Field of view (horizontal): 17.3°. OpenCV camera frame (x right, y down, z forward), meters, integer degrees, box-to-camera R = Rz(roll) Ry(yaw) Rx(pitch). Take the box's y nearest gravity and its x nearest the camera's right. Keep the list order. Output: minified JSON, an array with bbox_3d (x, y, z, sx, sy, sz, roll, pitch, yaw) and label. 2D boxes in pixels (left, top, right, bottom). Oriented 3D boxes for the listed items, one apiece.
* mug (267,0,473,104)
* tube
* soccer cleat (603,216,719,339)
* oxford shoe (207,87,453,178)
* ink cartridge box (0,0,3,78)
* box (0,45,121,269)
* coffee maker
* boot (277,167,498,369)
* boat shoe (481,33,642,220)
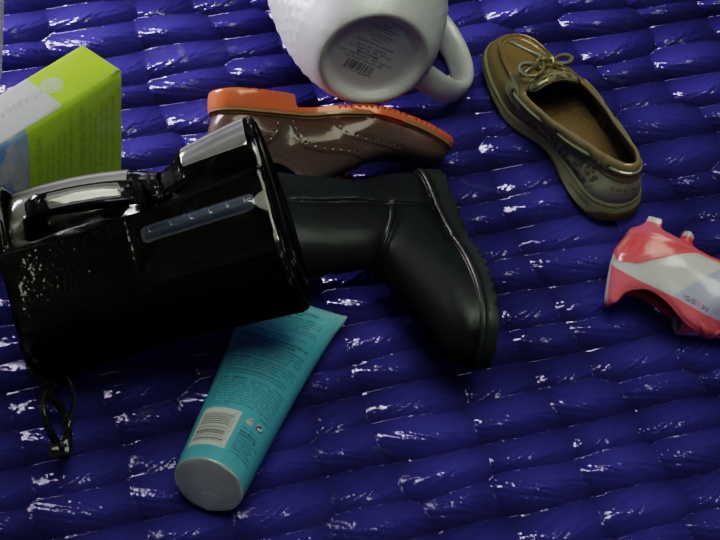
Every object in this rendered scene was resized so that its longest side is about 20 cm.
[{"bbox_3d":[0.017,-0.208,1.886,0.199,0.147,0.176,34,29,-33],"label":"mug"},{"bbox_3d":[-0.075,0.083,1.681,0.077,0.051,0.201,22,44,3],"label":"tube"},{"bbox_3d":[0.281,0.029,1.791,0.199,0.067,0.077,24,80,3],"label":"soccer cleat"},{"bbox_3d":[-0.025,-0.093,1.840,0.198,0.071,0.073,6,81,-14],"label":"oxford shoe"},{"bbox_3d":[-0.375,-0.179,1.801,0.198,0.116,0.067,8,49,-3],"label":"ink cartridge box"},{"bbox_3d":[-0.258,-0.065,1.719,0.048,0.123,0.200,34,51,27],"label":"box"},{"bbox_3d":[-0.138,0.009,1.652,0.198,0.135,0.194,-15,93,4],"label":"coffee maker"},{"bbox_3d":[0.000,0.000,1.742,0.167,0.077,0.201,-3,45,-17],"label":"boot"},{"bbox_3d":[0.167,-0.129,1.895,0.073,0.063,0.200,-21,56,-25],"label":"boat shoe"}]
